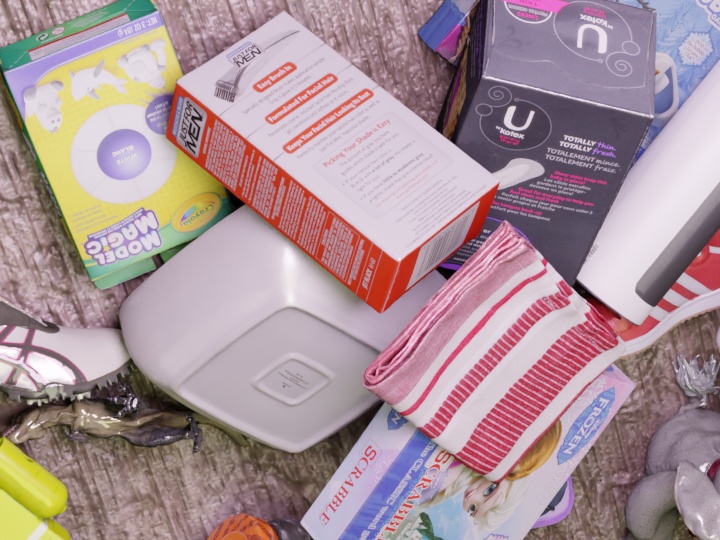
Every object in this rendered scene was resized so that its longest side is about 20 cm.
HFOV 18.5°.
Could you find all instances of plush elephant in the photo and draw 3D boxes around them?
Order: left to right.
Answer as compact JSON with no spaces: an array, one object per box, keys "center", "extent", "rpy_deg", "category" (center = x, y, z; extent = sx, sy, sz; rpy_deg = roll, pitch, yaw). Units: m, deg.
[{"center":[0.302,0.183,1.768],"extent":[0.164,0.155,0.200],"rpy_deg":[-15,121,-11],"category":"plush elephant"}]

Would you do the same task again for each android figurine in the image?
[{"center":[-0.290,0.210,1.606],"extent":[0.200,0.041,0.182],"rpy_deg":[43,92,-16],"category":"android figurine"}]

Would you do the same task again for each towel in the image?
[{"center":[0.097,0.064,1.513],"extent":[0.144,0.023,0.200],"rpy_deg":[-47,142,2],"category":"towel"}]

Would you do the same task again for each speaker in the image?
[{"center":[0.236,-0.061,1.614],"extent":[0.081,0.081,0.200],"rpy_deg":[34,99,-30],"category":"speaker"}]

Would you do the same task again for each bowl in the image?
[{"center":[-0.049,0.051,1.568],"extent":[0.200,0.075,0.200],"rpy_deg":[-35,132,30],"category":"bowl"}]

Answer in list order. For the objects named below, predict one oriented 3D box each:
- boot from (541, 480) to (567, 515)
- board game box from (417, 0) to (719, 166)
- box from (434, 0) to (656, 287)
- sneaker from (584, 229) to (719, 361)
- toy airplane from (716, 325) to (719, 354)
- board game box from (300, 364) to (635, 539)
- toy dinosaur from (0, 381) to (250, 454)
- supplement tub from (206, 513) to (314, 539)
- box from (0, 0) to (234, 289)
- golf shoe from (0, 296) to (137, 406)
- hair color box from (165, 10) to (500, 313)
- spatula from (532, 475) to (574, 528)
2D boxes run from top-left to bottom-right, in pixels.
[{"center":[0.121,0.191,1.740],"extent":[0.097,0.075,0.200],"rpy_deg":[4,116,11],"category":"boot"},{"center":[0.179,-0.189,1.598],"extent":[0.200,0.043,0.199],"rpy_deg":[33,102,-30],"category":"board game box"},{"center":[0.119,-0.092,1.533],"extent":[0.122,0.106,0.200],"rpy_deg":[13,141,-6],"category":"box"},{"center":[0.225,-0.009,1.691],"extent":[0.200,0.071,0.113],"rpy_deg":[-25,126,-14],"category":"sneaker"},{"center":[0.343,0.045,1.677],"extent":[0.141,0.199,0.200],"rpy_deg":[6,137,11],"category":"toy airplane"},{"center":[0.082,0.133,1.611],"extent":[0.199,0.041,0.200],"rpy_deg":[19,111,-49],"category":"board game box"},{"center":[-0.161,0.111,1.625],"extent":[0.200,0.088,0.048],"rpy_deg":[6,81,-23],"category":"toy dinosaur"},{"center":[-0.030,0.271,1.723],"extent":[0.200,0.123,0.123],"rpy_deg":[30,104,-28],"category":"supplement tub"},{"center":[-0.165,-0.081,1.538],"extent":[0.117,0.048,0.200],"rpy_deg":[-23,123,-6],"category":"box"},{"center":[-0.250,0.050,1.563],"extent":[0.200,0.077,0.088],"rpy_deg":[-5,101,-24],"category":"golf shoe"},{"center":[-0.020,-0.075,1.478],"extent":[0.111,0.200,0.064],"rpy_deg":[-38,160,-35],"category":"hair color box"},{"center":[0.141,0.116,1.758],"extent":[0.056,0.021,0.200],"rpy_deg":[-9,118,-9],"category":"spatula"}]
